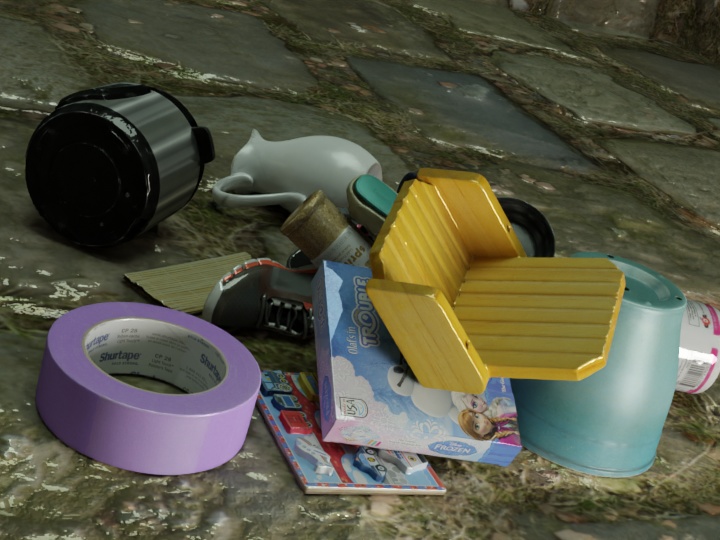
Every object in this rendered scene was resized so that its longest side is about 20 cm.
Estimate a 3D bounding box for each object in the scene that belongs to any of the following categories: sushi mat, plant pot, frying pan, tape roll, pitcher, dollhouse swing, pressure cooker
[{"bbox_3d":[-0.172,0.014,1.470,0.096,0.012,0.200,31,26,32],"label":"sushi mat"},{"bbox_3d":[0.259,0.090,1.380,0.199,0.189,0.200,15,23,-6],"label":"plant pot"},{"bbox_3d":[0.177,0.004,1.445,0.115,0.031,0.191,-15,70,-7],"label":"frying pan"},{"bbox_3d":[-0.196,0.105,1.177,0.199,0.066,0.200,16,22,-6],"label":"tape roll"},{"bbox_3d":[-0.086,-0.116,1.721,0.199,0.122,0.172,13,37,19],"label":"pitcher"},{"bbox_3d":[0.139,-0.001,1.240,0.175,0.182,0.200,-13,32,32],"label":"dollhouse swing"},{"bbox_3d":[-0.285,-0.131,1.519,0.176,0.179,0.200,36,25,5],"label":"pressure cooker"}]

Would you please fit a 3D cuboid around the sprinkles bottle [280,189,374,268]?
[{"bbox_3d":[0.000,0.000,1.442,0.200,0.068,0.068,45,21,-8],"label":"sprinkles bottle"}]

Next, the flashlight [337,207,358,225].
[{"bbox_3d":[0.014,-0.049,1.681,0.199,0.068,0.068,-2,0,-35],"label":"flashlight"}]

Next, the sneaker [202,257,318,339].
[{"bbox_3d":[-0.082,0.037,1.408,0.200,0.077,0.082,-8,40,-45],"label":"sneaker"}]

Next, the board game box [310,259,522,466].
[{"bbox_3d":[0.054,0.092,1.284,0.198,0.043,0.201,10,47,-18],"label":"board game box"}]

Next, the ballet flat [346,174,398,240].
[{"bbox_3d":[0.062,-0.030,1.418,0.200,0.070,0.069,41,29,14],"label":"ballet flat"}]

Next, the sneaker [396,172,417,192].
[{"bbox_3d":[0.127,-0.070,1.811,0.082,0.074,0.200,-3,37,-44],"label":"sneaker"}]

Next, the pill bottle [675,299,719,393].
[{"bbox_3d":[0.335,0.079,1.559,0.199,0.114,0.113,13,23,-12],"label":"pill bottle"}]

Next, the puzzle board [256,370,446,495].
[{"bbox_3d":[-0.019,0.155,1.253,0.150,0.017,0.200,5,26,-27],"label":"puzzle board"}]

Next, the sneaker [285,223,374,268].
[{"bbox_3d":[0.003,-0.029,1.501,0.199,0.096,0.079,-10,52,8],"label":"sneaker"}]
